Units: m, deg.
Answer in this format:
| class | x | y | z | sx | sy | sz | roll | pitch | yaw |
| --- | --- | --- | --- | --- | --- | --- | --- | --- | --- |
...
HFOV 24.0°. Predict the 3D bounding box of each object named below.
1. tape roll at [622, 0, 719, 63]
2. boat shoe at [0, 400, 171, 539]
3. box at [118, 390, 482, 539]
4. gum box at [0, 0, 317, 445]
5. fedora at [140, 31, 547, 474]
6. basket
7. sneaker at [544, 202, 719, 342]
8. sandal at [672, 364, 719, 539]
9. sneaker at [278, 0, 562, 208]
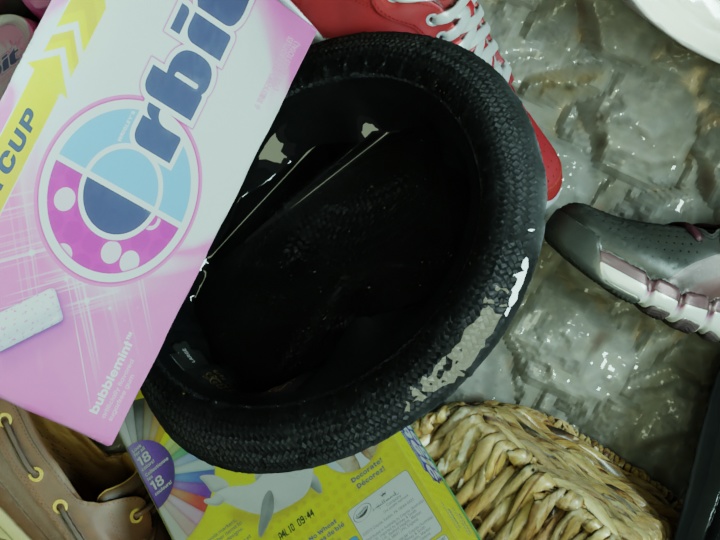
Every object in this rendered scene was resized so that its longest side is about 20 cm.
| class | x | y | z | sx | sy | sz | roll | pitch | yaw |
| --- | --- | --- | --- | --- | --- | --- | --- | --- | --- |
| tape roll | 0.187 | -0.188 | 0.730 | 0.202 | 0.071 | 0.202 | -1 | 107 | -2 |
| boat shoe | -0.124 | 0.123 | 0.810 | 0.068 | 0.072 | 0.200 | -42 | 102 | 12 |
| box | -0.037 | 0.087 | 0.771 | 0.117 | 0.048 | 0.200 | -37 | 62 | 9 |
| gum box | -0.111 | -0.047 | 0.661 | 0.113 | 0.066 | 0.200 | 31 | 83 | -42 |
| fedora | 0.000 | 0.000 | 0.705 | 0.201 | 0.201 | 0.092 | -45 | 145 | 11 |
| basket | 0.049 | 0.163 | 0.836 | 0.143 | 0.149 | 0.200 | 39 | 104 | 21 |
| sneaker | 0.189 | -0.021 | 0.787 | 0.200 | 0.076 | 0.116 | 22 | 100 | -20 |
| sandal | 0.175 | 0.139 | 0.793 | 0.048 | 0.075 | 0.200 | 9 | 81 | 26 |
| sneaker | 0.038 | -0.111 | 0.724 | 0.200 | 0.071 | 0.112 | 40 | 129 | -17 |
